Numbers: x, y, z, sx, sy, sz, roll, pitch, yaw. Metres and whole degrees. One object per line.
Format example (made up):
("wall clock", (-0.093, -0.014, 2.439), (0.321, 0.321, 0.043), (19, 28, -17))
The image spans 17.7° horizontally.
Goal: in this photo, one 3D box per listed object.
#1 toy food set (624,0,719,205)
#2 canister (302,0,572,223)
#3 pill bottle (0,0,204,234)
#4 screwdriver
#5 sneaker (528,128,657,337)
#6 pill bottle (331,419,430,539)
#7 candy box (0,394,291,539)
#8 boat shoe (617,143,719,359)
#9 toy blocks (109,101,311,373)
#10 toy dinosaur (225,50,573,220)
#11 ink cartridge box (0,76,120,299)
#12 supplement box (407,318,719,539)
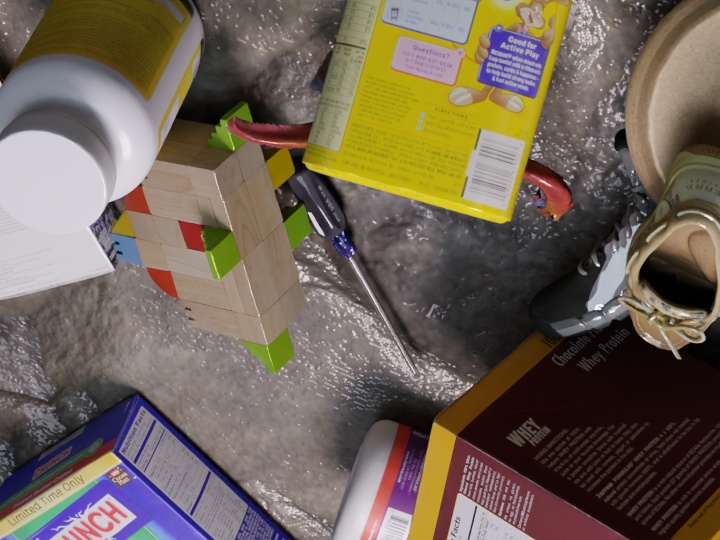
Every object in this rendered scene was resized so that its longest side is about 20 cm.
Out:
("toy food set", (0.272, -0.104, 1.495), (0.200, 0.049, 0.198), (31, 108, -8))
("canister", (0.055, -0.143, 1.462), (0.148, 0.087, 0.200), (16, 91, 5))
("pill bottle", (-0.179, -0.114, 1.538), (0.112, 0.200, 0.112), (7, 127, 9))
("screwdriver", (0.000, 0.000, 1.692), (0.028, 0.029, 0.200), (-17, 123, 25))
("sneaker", (0.185, -0.040, 1.589), (0.200, 0.075, 0.116), (-27, 111, 19))
("pill bottle", (0.085, 0.195, 1.760), (0.200, 0.113, 0.113), (19, 129, -1))
("candy box", (-0.178, 0.220, 1.870), (0.169, 0.077, 0.200), (-33, 112, 33))
("boat shoe", (0.205, -0.002, 1.492), (0.073, 0.063, 0.200), (18, 147, 11))
("toy blocks", (-0.122, -0.032, 1.654), (0.137, 0.100, 0.200), (12, 132, 36))
("toy dinosaur", (0.046, -0.073, 1.545), (0.181, 0.200, 0.105), (35, 146, 36))
("ink cartridge box", (-0.262, -0.078, 1.684), (0.109, 0.050, 0.200), (-13, 121, 24))
("supplement box", (0.172, 0.153, 1.612), (0.200, 0.197, 0.133), (30, 132, 23))
